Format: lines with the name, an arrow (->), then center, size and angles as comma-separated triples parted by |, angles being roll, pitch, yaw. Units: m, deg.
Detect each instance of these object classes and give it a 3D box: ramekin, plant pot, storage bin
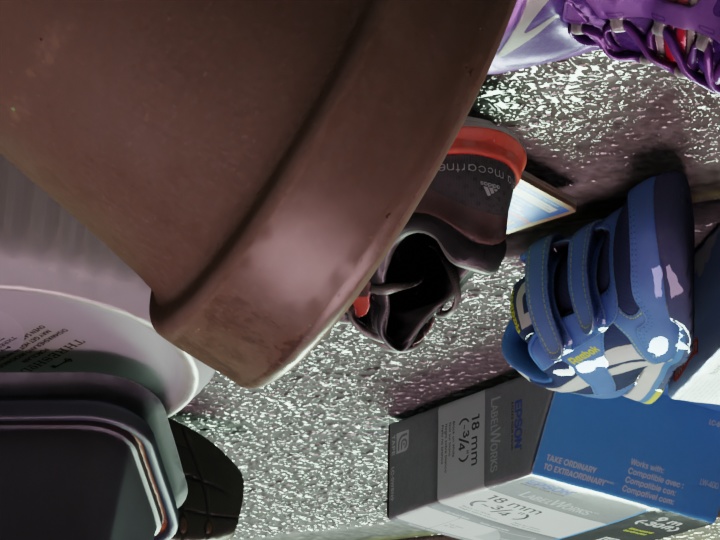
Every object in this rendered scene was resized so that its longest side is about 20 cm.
ramekin -> -0.144, -0.005, 1.041 | 0.198, 0.106, 0.201 | 2, 154, 1
plant pot -> -0.064, -0.085, 0.815 | 0.174, 0.201, 0.200 | 28, 151, -13
storage bin -> -0.183, 0.138, 1.043 | 0.198, 0.135, 0.146 | 0, 145, 6

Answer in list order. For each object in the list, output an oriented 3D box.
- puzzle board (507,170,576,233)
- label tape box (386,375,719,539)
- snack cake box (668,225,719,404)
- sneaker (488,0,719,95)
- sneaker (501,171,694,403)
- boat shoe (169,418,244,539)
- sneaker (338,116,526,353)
puzzle board -> -0.019, -0.047, 1.094 | 0.150, 0.018, 0.199 | -18, 150, 39
label tape box -> 0.129, 0.109, 1.384 | 0.143, 0.064, 0.199 | 17, 154, -32
snack cake box -> 0.227, 0.005, 1.119 | 0.114, 0.068, 0.200 | 9, 156, -10
sneaker -> 0.119, -0.096, 0.866 | 0.198, 0.084, 0.081 | -8, 159, 26
sneaker -> 0.115, 0.014, 1.149 | 0.081, 0.075, 0.200 | 6, 156, -2
boat shoe -> -0.169, 0.120, 1.448 | 0.198, 0.076, 0.074 | 16, 161, -9
sneaker -> 0.000, 0.000, 1.075 | 0.076, 0.083, 0.200 | 14, 154, -25
